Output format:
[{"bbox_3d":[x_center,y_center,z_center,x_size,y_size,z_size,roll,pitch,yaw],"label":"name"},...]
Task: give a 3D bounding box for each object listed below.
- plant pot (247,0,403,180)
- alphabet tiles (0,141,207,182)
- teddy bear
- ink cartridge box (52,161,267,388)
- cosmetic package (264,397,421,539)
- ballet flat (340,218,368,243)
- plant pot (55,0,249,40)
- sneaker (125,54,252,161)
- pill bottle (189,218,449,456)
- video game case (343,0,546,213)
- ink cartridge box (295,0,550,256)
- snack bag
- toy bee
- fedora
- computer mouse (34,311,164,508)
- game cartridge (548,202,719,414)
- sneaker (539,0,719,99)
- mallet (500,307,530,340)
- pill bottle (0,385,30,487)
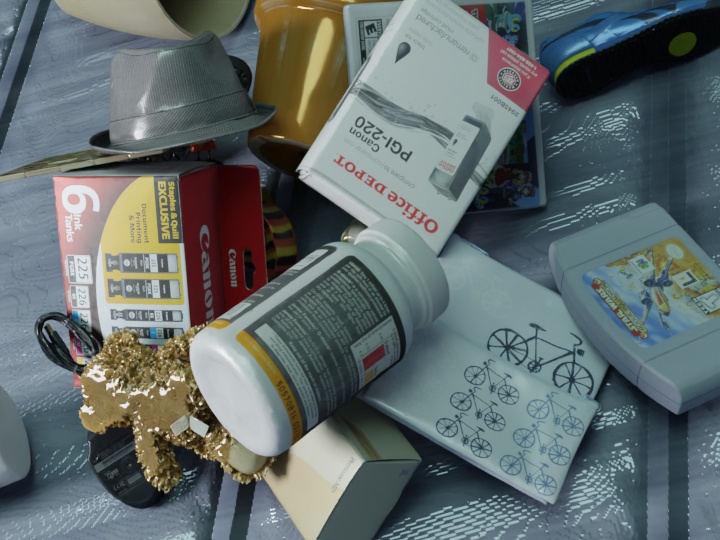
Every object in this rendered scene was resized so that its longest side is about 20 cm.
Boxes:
[{"bbox_3d":[-0.026,-0.188,1.419,0.198,0.200,0.185,11,76,25],"label":"plant pot"},{"bbox_3d":[-0.233,-0.113,1.367,0.198,0.008,0.167,-9,10,7],"label":"alphabet tiles"},{"bbox_3d":[-0.148,0.115,1.234,0.198,0.067,0.147,-9,91,29],"label":"teddy bear"},{"bbox_3d":[-0.179,0.004,1.311,0.174,0.203,0.084,1,13,20],"label":"ink cartridge box"},{"bbox_3d":[-0.045,0.132,1.230,0.200,0.071,0.106,49,120,38],"label":"cosmetic package"},{"bbox_3d":[0.000,0.000,1.339,0.071,0.072,0.202,8,58,23],"label":"ballet flat"},{"bbox_3d":[-0.255,-0.346,1.618,0.198,0.188,0.189,0,54,35],"label":"plant pot"},{"bbox_3d":[-0.190,-0.164,1.478,0.200,0.071,0.083,-41,32,26],"label":"sneaker"},{"bbox_3d":[-0.029,0.049,1.145,0.199,0.117,0.116,-35,51,-27],"label":"pill bottle"},{"bbox_3d":[0.080,-0.153,1.341,0.180,0.023,0.203,-5,93,-9],"label":"video game case"},{"bbox_3d":[0.054,-0.131,1.283,0.145,0.085,0.201,33,88,-9],"label":"ink cartridge box"},{"bbox_3d":[0.120,0.078,1.218,0.187,0.021,0.201,29,57,8],"label":"snack bag"},{"bbox_3d":[-0.147,-0.069,1.399,0.198,0.110,0.131,14,16,10],"label":"toy bee"},{"bbox_3d":[-0.169,-0.166,1.303,0.175,0.091,0.200,-13,10,-5],"label":"fedora"},{"bbox_3d":[-0.237,0.126,1.301,0.058,0.034,0.201,-29,84,1],"label":"computer mouse"},{"bbox_3d":[0.255,0.029,1.233,0.132,0.042,0.201,-18,49,-22],"label":"game cartridge"},{"bbox_3d":[0.273,-0.239,1.421,0.198,0.066,0.079,-20,48,4],"label":"sneaker"},{"bbox_3d":[0.055,0.050,1.255,0.198,0.041,0.066,-5,51,-19],"label":"mallet"},{"bbox_3d":[-0.416,0.180,1.320,0.198,0.113,0.114,-21,52,4],"label":"pill bottle"}]
